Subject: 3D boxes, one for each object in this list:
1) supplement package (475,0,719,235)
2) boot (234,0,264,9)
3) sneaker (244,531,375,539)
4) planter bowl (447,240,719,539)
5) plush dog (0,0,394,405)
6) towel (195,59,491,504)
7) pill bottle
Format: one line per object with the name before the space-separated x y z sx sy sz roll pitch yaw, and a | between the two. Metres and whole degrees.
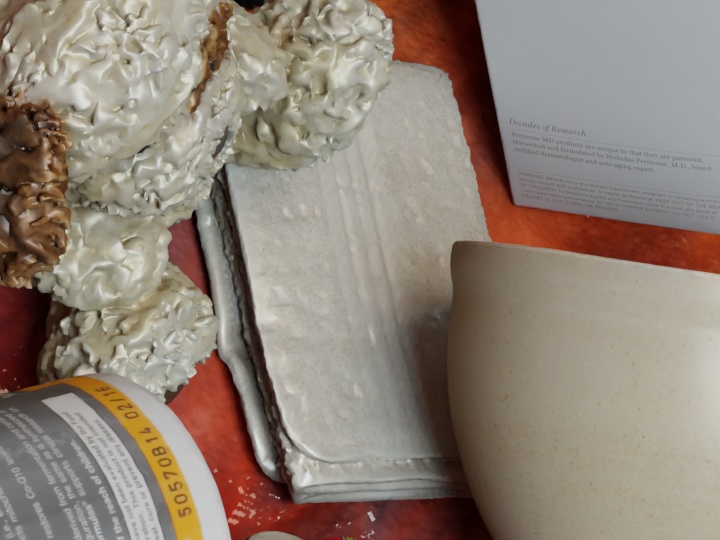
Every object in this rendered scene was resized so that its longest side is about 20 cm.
supplement package | 0.125 -0.132 0.989 0.121 0.120 0.200 -55 143 -40
boot | -0.016 -0.211 1.034 0.200 0.076 0.168 -16 78 -32
sneaker | 0.029 0.139 0.821 0.200 0.085 0.077 34 51 -61
planter bowl | 0.121 0.071 0.873 0.200 0.200 0.135 11 88 -28
plush dog | -0.089 -0.065 0.829 0.160 0.172 0.200 33 73 3
towel | 0.000 0.000 0.956 0.132 0.034 0.200 4 64 -34
pill bottle | -0.149 0.107 0.741 0.200 0.116 0.117 -13 72 -38
